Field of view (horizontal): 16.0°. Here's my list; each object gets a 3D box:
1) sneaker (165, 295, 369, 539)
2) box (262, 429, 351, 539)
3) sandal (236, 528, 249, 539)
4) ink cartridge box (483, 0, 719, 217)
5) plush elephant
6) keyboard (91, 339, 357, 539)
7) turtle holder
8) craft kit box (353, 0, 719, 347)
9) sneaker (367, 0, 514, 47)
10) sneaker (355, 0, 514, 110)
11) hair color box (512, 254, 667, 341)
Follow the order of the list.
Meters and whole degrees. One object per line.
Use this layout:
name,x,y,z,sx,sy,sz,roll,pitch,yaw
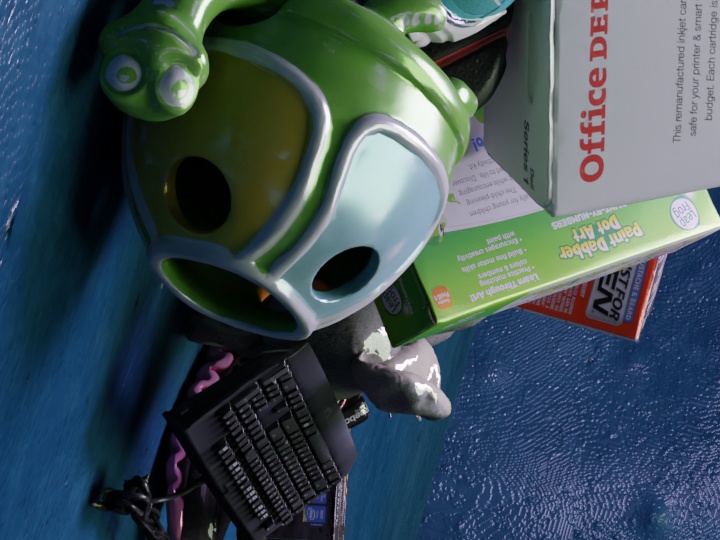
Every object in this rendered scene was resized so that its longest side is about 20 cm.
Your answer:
sneaker,-0.046,0.077,1.400,0.079,0.095,0.201,98,11,-59
box,-0.030,0.091,1.554,0.160,0.049,0.201,92,1,-69
sandal,-0.090,0.220,1.501,0.201,0.054,0.081,-74,171,-49
ink cartridge box,0.159,-0.120,1.176,0.084,0.199,0.146,-132,-144,-57
plush elephant,0.000,0.000,1.310,0.155,0.164,0.202,-32,128,-62
keyboard,-0.064,0.100,1.261,0.127,0.021,0.200,-32,157,-4
turtle holder,-0.031,-0.053,1.040,0.186,0.140,0.132,98,13,-72
craft kit box,0.063,-0.083,1.248,0.199,0.199,0.048,-17,169,-37
sneaker,0.014,-0.196,1.083,0.077,0.079,0.201,-147,-145,-75
sneaker,0.018,-0.160,1.167,0.087,0.073,0.201,97,-27,-78
hair color box,0.072,-0.022,1.438,0.111,0.199,0.064,-36,142,-77
